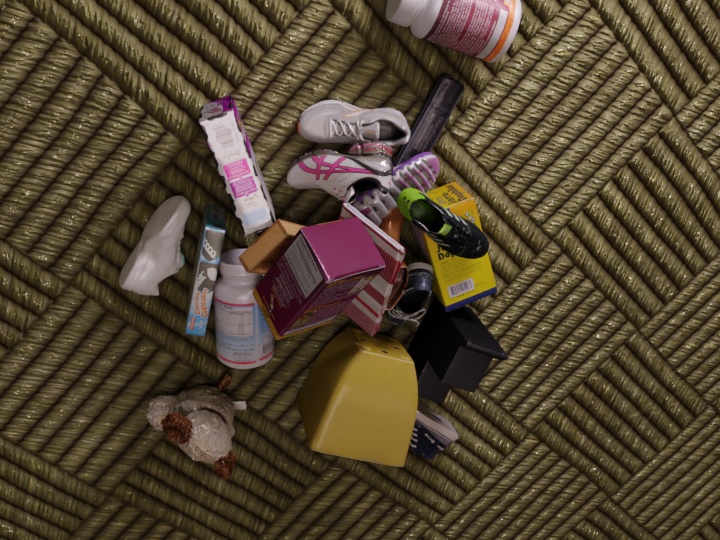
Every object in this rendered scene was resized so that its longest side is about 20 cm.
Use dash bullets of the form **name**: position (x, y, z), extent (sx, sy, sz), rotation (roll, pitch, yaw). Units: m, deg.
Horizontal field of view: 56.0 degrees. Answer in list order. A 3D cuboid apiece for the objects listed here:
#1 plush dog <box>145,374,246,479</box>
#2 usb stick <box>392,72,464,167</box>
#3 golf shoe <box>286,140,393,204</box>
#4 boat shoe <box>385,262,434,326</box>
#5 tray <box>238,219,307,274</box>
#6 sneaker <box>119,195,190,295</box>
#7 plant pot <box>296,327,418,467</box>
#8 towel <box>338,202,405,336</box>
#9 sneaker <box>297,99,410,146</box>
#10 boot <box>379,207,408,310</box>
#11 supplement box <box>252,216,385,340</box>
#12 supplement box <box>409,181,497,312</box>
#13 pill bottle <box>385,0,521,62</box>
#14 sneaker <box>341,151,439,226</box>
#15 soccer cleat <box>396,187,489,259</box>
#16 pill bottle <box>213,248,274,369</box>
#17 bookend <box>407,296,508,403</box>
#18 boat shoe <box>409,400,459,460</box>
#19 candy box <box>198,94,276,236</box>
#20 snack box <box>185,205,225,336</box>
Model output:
- **plush dog**: position (-0.291, 0.296, 1.282), extent (0.161, 0.172, 0.200), rotation (-45, 114, 8)
- **usb stick**: position (0.120, -0.255, 1.218), extent (0.055, 0.033, 0.201), rotation (21, 107, -27)
- **golf shoe**: position (-0.040, -0.159, 1.154), extent (0.198, 0.093, 0.073), rotation (-7, 163, 25)
- **boat shoe**: position (0.091, 0.060, 1.279), extent (0.074, 0.062, 0.200), rotation (12, 147, -14)
- **tray**: position (-0.114, -0.032, 1.181), extent (0.099, 0.037, 0.200), rotation (-41, 160, 18)
- **sneaker**: position (-0.340, -0.040, 1.193), extent (0.088, 0.075, 0.200), rotation (26, 111, -34)
- **plant pot**: position (0.008, 0.230, 1.319), extent (0.194, 0.194, 0.201), rotation (16, 103, -19)
- **towel**: position (0.000, 0.000, 1.173), extent (0.023, 0.144, 0.201), rotation (-26, 145, -41)
- **sneaker**: position (-0.007, -0.247, 1.158), extent (0.198, 0.092, 0.076), rotation (-3, 113, -12)
- **boot**: position (0.055, -0.039, 1.227), extent (0.073, 0.155, 0.202), rotation (5, 112, -14)
- **supplement box**: position (-0.074, 0.015, 1.130), extent (0.130, 0.104, 0.200), rotation (-14, 157, -42)
- **supplement box**: position (0.170, -0.045, 1.276), extent (0.109, 0.109, 0.201), rotation (-21, 116, -3)
- **pill bottle**: position (0.150, -0.425, 1.106), extent (0.198, 0.114, 0.115), rotation (13, 110, -18)
- **sneaker**: position (0.045, -0.151, 1.197), extent (0.199, 0.089, 0.081), rotation (-35, 139, 4)
- **soccer cleat**: position (0.145, -0.070, 1.155), extent (0.199, 0.081, 0.068), rotation (31, 103, -22)
- **pill bottle**: position (-0.213, 0.068, 1.238), extent (0.108, 0.109, 0.202), rotation (-3, 113, -12)
- **bookend**: position (0.170, 0.187, 1.327), extent (0.091, 0.200, 0.200), rotation (19, 107, -19)
- **boat shoe**: position (0.121, 0.337, 1.443), extent (0.093, 0.075, 0.200), rotation (-46, 121, 8)
- **candy box**: position (-0.203, -0.174, 1.121), extent (0.061, 0.137, 0.201), rotation (-20, 115, -2)
- **snack box**: position (-0.273, -0.001, 1.190), extent (0.037, 0.116, 0.202), rotation (10, 111, -17)
